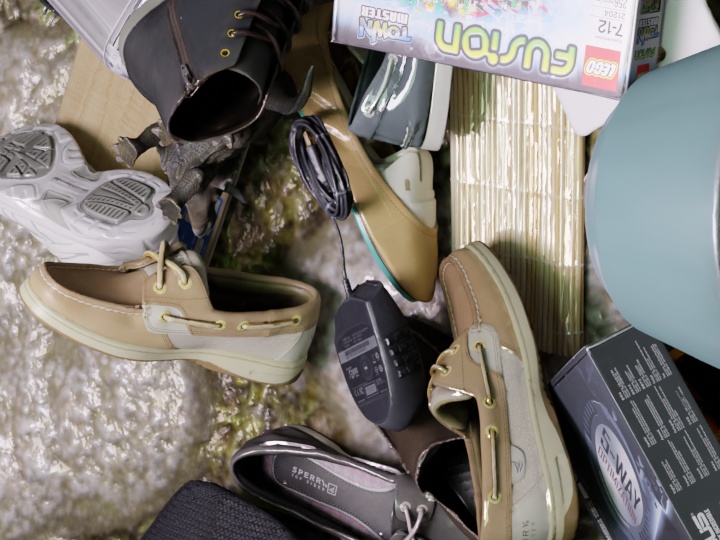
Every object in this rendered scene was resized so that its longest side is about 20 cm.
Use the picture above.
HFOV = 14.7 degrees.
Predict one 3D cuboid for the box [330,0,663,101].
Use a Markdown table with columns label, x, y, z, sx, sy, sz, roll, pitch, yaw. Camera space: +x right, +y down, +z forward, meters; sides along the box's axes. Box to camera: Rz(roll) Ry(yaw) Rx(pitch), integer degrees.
| label | x | y | z | sx | sy | sz | roll | pitch | yaw |
| --- | --- | --- | --- | --- | --- | --- | --- | --- | --- |
| box | 0.079 | -0.168 | 1.589 | 0.199 | 0.035 | 0.111 | 14 | 106 | 31 |

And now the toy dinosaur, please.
| label | x | y | z | sx | sy | sz | roll | pitch | yaw |
| --- | --- | --- | --- | --- | --- | --- | --- | --- | --- |
| toy dinosaur | -0.087 | -0.092 | 1.729 | 0.077 | 0.102 | 0.200 | 42 | 134 | 2 |

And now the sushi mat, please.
| label | x | y | z | sx | sy | sz | roll | pitch | yaw |
| --- | --- | --- | --- | --- | --- | --- | --- | --- | --- |
| sushi mat | 0.095 | -0.051 | 1.706 | 0.095 | 0.012 | 0.202 | 8 | 104 | 35 |

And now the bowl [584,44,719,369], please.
| label | x | y | z | sx | sy | sz | roll | pitch | yaw |
| --- | --- | --- | --- | --- | --- | --- | --- | --- | --- |
| bowl | 0.193 | -0.036 | 1.519 | 0.104 | 0.200 | 0.203 | 4 | 102 | 32 |

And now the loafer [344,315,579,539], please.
| label | x | y | z | sx | sy | sz | roll | pitch | yaw |
| --- | --- | --- | --- | --- | --- | --- | --- | --- | --- |
| loafer | 0.056 | 0.101 | 1.717 | 0.200 | 0.071 | 0.073 | 46 | 106 | 23 |

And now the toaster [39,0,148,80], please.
| label | x | y | z | sx | sy | sz | roll | pitch | yaw |
| --- | --- | --- | --- | --- | --- | --- | --- | --- | --- |
| toaster | -0.125 | -0.203 | 1.752 | 0.200 | 0.113 | 0.129 | -52 | 58 | 20 |

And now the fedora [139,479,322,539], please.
| label | x | y | z | sx | sy | sz | roll | pitch | yaw |
| --- | --- | --- | --- | --- | --- | --- | --- | --- | --- |
| fedora | -0.083 | 0.192 | 1.808 | 0.200 | 0.200 | 0.092 | 21 | 85 | 31 |

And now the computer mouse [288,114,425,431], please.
| label | x | y | z | sx | sy | sz | roll | pitch | yaw |
| --- | --- | --- | --- | --- | --- | --- | --- | --- | --- |
| computer mouse | 0.000 | 0.000 | 1.700 | 0.059 | 0.034 | 0.202 | -23 | 81 | 60 |

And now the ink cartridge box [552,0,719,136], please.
| label | x | y | z | sx | sy | sz | roll | pitch | yaw |
| --- | --- | --- | --- | --- | --- | --- | --- | --- | --- |
| ink cartridge box | 0.139 | -0.191 | 1.608 | 0.115 | 0.067 | 0.201 | -28 | 83 | 32 |

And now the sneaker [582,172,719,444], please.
| label | x | y | z | sx | sy | sz | roll | pitch | yaw |
| --- | --- | --- | --- | --- | --- | --- | --- | --- | --- |
| sneaker | 0.187 | 0.021 | 1.616 | 0.078 | 0.077 | 0.201 | -43 | 73 | 35 |

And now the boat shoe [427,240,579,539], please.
| label | x | y | z | sx | sy | sz | roll | pitch | yaw |
| --- | --- | --- | --- | --- | --- | --- | --- | --- | --- |
| boat shoe | 0.073 | 0.072 | 1.658 | 0.074 | 0.066 | 0.201 | 95 | 161 | -56 |

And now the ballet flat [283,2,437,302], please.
| label | x | y | z | sx | sy | sz | roll | pitch | yaw |
| --- | --- | --- | --- | --- | --- | --- | --- | --- | --- |
| ballet flat | 0.008 | -0.077 | 1.734 | 0.063 | 0.069 | 0.201 | -33 | 81 | 18 |

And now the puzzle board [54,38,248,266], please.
| label | x | y | z | sx | sy | sz | roll | pitch | yaw |
| --- | --- | --- | --- | --- | --- | --- | --- | --- | --- |
| puzzle board | -0.136 | -0.097 | 1.862 | 0.150 | 0.017 | 0.201 | 32 | 117 | 25 |

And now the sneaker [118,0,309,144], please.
| label | x | y | z | sx | sy | sz | roll | pitch | yaw |
| --- | --- | --- | --- | --- | --- | --- | --- | --- | --- |
| sneaker | -0.049 | -0.159 | 1.646 | 0.200 | 0.075 | 0.106 | -44 | 38 | 10 |

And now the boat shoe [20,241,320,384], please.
| label | x | y | z | sx | sy | sz | roll | pitch | yaw |
| --- | --- | --- | --- | --- | --- | --- | --- | --- | --- |
| boat shoe | -0.117 | 0.017 | 1.765 | 0.067 | 0.199 | 0.074 | -64 | 35 | 23 |

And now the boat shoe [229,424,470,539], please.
| label | x | y | z | sx | sy | sz | roll | pitch | yaw |
| --- | --- | --- | --- | --- | --- | --- | --- | --- | --- |
| boat shoe | 0.004 | 0.152 | 1.786 | 0.199 | 0.057 | 0.067 | 19 | 109 | 31 |

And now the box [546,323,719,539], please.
| label | x | y | z | sx | sy | sz | roll | pitch | yaw |
| --- | --- | --- | --- | --- | --- | --- | --- | --- | --- |
| box | 0.178 | 0.138 | 1.611 | 0.201 | 0.043 | 0.160 | 62 | 166 | 8 |

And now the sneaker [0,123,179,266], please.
| label | x | y | z | sx | sy | sz | roll | pitch | yaw |
| --- | --- | --- | --- | --- | --- | --- | --- | --- | --- |
| sneaker | -0.192 | -0.028 | 1.862 | 0.199 | 0.078 | 0.100 | 29 | 144 | 41 |

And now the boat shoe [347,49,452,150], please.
| label | x | y | z | sx | sy | sz | roll | pitch | yaw |
| --- | --- | --- | --- | --- | --- | --- | --- | --- | --- |
| boat shoe | 0.027 | -0.173 | 1.678 | 0.061 | 0.073 | 0.202 | 3 | 100 | -5 |
